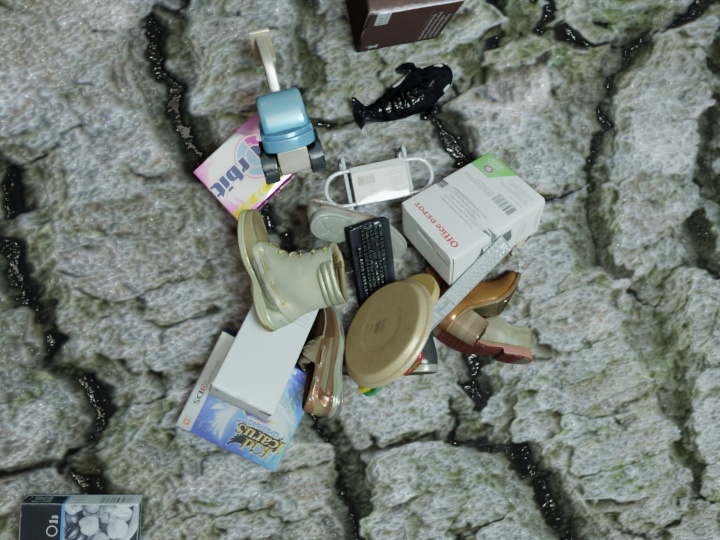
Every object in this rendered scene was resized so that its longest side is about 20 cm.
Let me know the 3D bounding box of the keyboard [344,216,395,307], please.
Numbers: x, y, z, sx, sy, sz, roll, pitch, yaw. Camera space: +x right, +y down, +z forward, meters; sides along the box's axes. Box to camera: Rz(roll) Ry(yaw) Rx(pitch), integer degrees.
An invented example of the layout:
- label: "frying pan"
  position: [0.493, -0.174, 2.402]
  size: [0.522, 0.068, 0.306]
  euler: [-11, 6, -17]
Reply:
- label: "keyboard"
  position: [0.000, 0.000, 0.924]
  size: [0.125, 0.021, 0.202]
  euler: [-19, 136, -8]

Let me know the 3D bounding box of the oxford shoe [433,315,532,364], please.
- label: "oxford shoe"
  position: [0.228, 0.117, 1.013]
  size: [0.196, 0.071, 0.076]
  euler: [17, 64, -7]

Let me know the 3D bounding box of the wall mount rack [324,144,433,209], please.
- label: "wall mount rack"
  position: [0.035, -0.124, 0.963]
  size: [0.196, 0.075, 0.178]
  euler: [-11, 92, -6]

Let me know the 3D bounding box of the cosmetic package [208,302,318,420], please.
- label: "cosmetic package"
  position: [-0.160, 0.132, 0.902]
  size: [0.112, 0.081, 0.202]
  euler: [29, 63, -8]

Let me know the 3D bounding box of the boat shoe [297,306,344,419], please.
- label: "boat shoe"
  position: [-0.069, 0.147, 0.916]
  size: [0.070, 0.076, 0.203]
  euler: [8, 57, -18]

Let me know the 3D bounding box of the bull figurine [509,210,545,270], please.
- label: "bull figurine"
  position: [0.247, -0.060, 0.985]
  size: [0.196, 0.066, 0.123]
  euler: [-10, 52, 1]

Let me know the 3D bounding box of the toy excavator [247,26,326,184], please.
- label: "toy excavator"
  position: [-0.127, -0.264, 0.842]
  size: [0.098, 0.195, 0.203]
  euler: [-13, 120, -6]

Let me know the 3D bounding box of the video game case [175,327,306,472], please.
- label: "video game case"
  position: [-0.197, 0.230, 0.960]
  size: [0.197, 0.045, 0.184]
  euler: [27, 90, -8]

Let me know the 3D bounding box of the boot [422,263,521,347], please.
- label: "boot"
  position: [0.194, 0.032, 0.995]
  size: [0.154, 0.077, 0.200]
  euler: [37, 63, 19]

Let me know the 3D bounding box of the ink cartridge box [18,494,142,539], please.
- label: "ink cartridge box"
  position: [-0.485, 0.494, 0.935]
  size: [0.194, 0.043, 0.205]
  euler: [3, 94, -8]

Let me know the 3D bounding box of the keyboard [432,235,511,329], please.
- label: "keyboard"
  position: [0.172, 0.025, 0.896]
  size: [0.200, 0.056, 0.011]
  euler: [-47, 58, 9]

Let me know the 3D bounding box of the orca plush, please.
- label: "orca plush"
  position: [0.081, -0.321, 0.956]
  size: [0.196, 0.071, 0.108]
  euler: [-11, 94, -7]

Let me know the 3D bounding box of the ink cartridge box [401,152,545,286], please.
- label: "ink cartridge box"
  position: [0.188, -0.091, 0.921]
  size: [0.198, 0.085, 0.146]
  euler: [-31, 58, -14]

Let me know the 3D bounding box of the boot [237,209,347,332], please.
- label: "boot"
  position: [-0.107, -0.022, 0.854]
  size: [0.152, 0.072, 0.204]
  euler: [-20, 79, 17]

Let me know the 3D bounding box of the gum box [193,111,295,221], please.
- label: "gum box"
  position: [-0.173, -0.190, 0.930]
  size: [0.200, 0.066, 0.114]
  euler: [-44, 97, -4]

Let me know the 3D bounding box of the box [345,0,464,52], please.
- label: "box"
  position: [0.058, -0.505, 0.896]
  size: [0.161, 0.166, 0.204]
  euler: [-13, 95, -8]

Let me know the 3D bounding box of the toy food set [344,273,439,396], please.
- label: "toy food set"
  position: [0.046, 0.102, 0.888]
  size: [0.196, 0.203, 0.048]
  euler: [-30, 128, 34]

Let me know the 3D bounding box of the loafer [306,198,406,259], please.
- label: "loafer"
  position: [-0.004, -0.075, 0.911]
  size: [0.197, 0.063, 0.072]
  euler: [17, 125, -36]

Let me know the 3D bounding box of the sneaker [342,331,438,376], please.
- label: "sneaker"
  position: [0.040, 0.137, 0.985]
  size: [0.195, 0.075, 0.109]
  euler: [-2, 73, 1]
